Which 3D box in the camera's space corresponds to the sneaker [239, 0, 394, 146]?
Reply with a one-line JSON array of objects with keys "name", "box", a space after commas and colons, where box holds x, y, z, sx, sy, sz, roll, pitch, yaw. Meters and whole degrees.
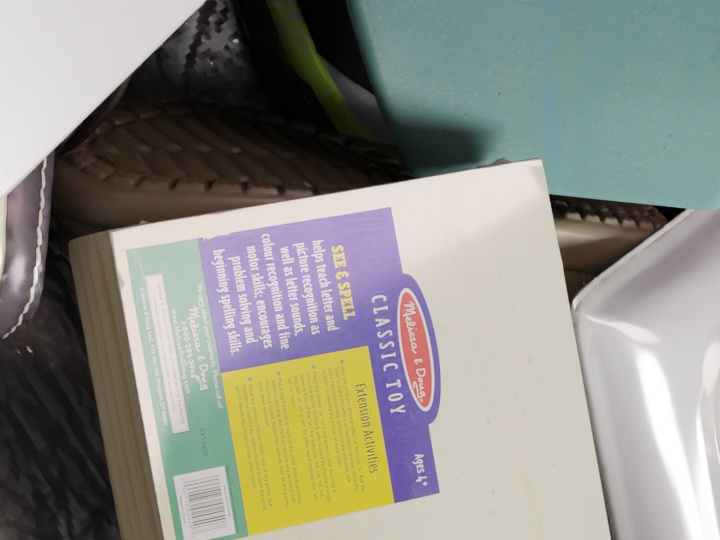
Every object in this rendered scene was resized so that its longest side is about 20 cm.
[{"name": "sneaker", "box": [-0.001, -0.124, 0.932, 0.072, 0.083, 0.201, -10, 76, -55]}]

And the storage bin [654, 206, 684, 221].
[{"name": "storage bin", "box": [0.095, -0.130, 1.016, 0.200, 0.135, 0.094, 54, 35, -12]}]

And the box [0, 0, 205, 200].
[{"name": "box", "box": [-0.118, -0.071, 0.656, 0.200, 0.036, 0.145, -48, 129, -25]}]

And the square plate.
[{"name": "square plate", "box": [0.140, 0.063, 0.915, 0.198, 0.028, 0.201, -34, 117, -48]}]

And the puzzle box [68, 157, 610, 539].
[{"name": "puzzle box", "box": [0.005, 0.078, 0.765, 0.133, 0.025, 0.201, -10, 90, -31]}]

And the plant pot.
[{"name": "plant pot", "box": [0.062, -0.124, 0.789, 0.141, 0.141, 0.200, -75, 170, -51]}]

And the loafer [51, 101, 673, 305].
[{"name": "loafer", "box": [0.000, 0.000, 0.846, 0.199, 0.068, 0.076, 6, 20, -30]}]

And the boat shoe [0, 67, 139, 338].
[{"name": "boat shoe", "box": [-0.086, -0.066, 0.785, 0.065, 0.072, 0.200, 14, 48, -24]}]
